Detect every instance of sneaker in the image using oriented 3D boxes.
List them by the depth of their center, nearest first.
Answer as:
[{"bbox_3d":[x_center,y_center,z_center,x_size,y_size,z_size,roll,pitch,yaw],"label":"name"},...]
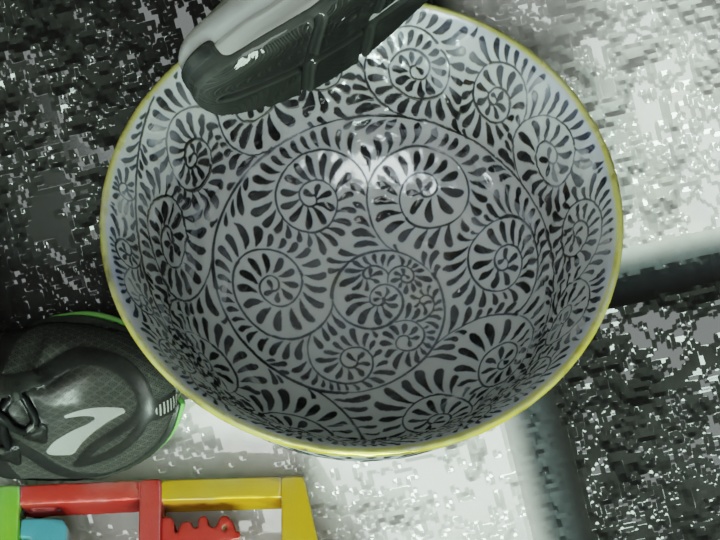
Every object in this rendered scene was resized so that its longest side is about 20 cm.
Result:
[{"bbox_3d":[-0.014,-0.151,1.074,0.200,0.076,0.115,-39,79,-19],"label":"sneaker"},{"bbox_3d":[-0.170,0.060,1.160,0.200,0.084,0.077,-3,103,9],"label":"sneaker"}]

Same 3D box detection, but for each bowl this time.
[{"bbox_3d":[0.000,0.000,1.100,0.200,0.094,0.201,0,62,-1],"label":"bowl"}]

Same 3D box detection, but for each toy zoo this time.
[{"bbox_3d":[-0.090,0.152,1.162,0.200,0.020,0.131,-2,69,2],"label":"toy zoo"}]
